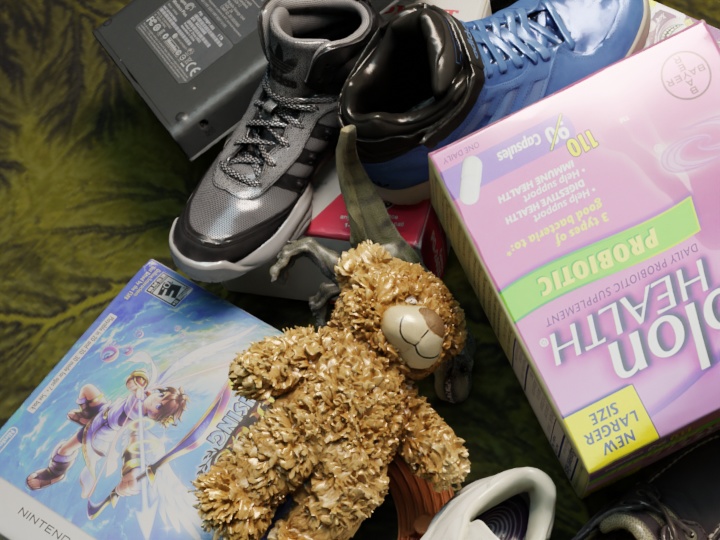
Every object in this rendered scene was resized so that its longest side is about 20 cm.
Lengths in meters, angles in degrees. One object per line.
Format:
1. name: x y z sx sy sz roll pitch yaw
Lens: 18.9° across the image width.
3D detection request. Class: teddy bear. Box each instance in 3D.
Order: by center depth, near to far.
1. teddy bear: -0.009 0.083 1.200 0.200 0.067 0.145 -39 89 -15

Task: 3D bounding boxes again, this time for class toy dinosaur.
1. toy dinosaur: 0.000 0.000 1.278 0.087 0.201 0.048 -17 35 19

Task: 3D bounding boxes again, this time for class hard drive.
1. hard drive: -0.063 -0.174 1.387 0.199 0.033 0.140 -38 45 -2

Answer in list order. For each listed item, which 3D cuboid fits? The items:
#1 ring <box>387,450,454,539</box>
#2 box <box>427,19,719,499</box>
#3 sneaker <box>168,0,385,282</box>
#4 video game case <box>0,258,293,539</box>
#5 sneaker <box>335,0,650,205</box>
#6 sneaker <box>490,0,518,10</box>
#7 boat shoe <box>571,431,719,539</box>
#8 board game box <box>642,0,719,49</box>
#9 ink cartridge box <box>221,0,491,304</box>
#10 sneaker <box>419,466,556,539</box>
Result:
1. ring: -0.042 0.153 1.268 0.198 0.019 0.202 -5 56 7
2. box: 0.157 -0.005 1.210 0.175 0.097 0.201 -25 77 -3
3. sneaker: -0.050 -0.091 1.276 0.075 0.114 0.200 32 68 27
4. video game case: -0.113 0.110 1.272 0.180 0.046 0.200 28 64 25
5. sneaker: 0.076 -0.122 1.247 0.199 0.111 0.077 -31 64 3
6. sneaker: 0.109 -0.216 1.458 0.198 0.076 0.080 -6 50 7
7. boat shoe: 0.156 0.158 1.198 0.200 0.065 0.072 -40 56 -18
8. board game box: 0.173 -0.053 1.284 0.119 0.032 0.201 24 80 4
9. ink cartridge box: -0.003 -0.083 1.382 0.144 0.084 0.201 7 58 16
10. sneaker: 0.038 0.182 1.179 0.075 0.100 0.200 37 67 0
